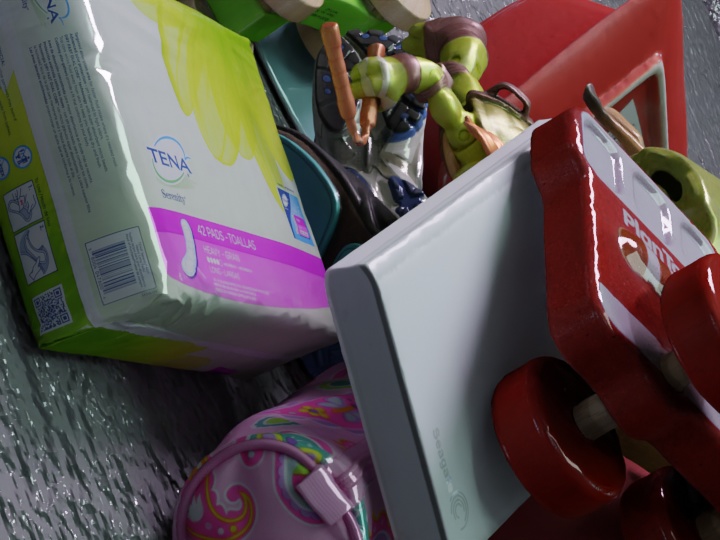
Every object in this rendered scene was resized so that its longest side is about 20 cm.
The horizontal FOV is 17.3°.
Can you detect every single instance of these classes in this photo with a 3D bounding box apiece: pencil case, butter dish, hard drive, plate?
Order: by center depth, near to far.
[{"bbox_3d":[0.058,0.027,1.001,0.200,0.026,0.133,-36,115,-55],"label":"hard drive"},{"bbox_3d":[-0.012,0.089,1.005,0.088,0.087,0.200,66,18,-1],"label":"pencil case"},{"bbox_3d":[-0.019,-0.132,1.376,0.201,0.025,0.201,55,20,-31],"label":"plate"},{"bbox_3d":[0.089,-0.083,1.419,0.148,0.199,0.201,38,-24,33],"label":"butter dish"}]

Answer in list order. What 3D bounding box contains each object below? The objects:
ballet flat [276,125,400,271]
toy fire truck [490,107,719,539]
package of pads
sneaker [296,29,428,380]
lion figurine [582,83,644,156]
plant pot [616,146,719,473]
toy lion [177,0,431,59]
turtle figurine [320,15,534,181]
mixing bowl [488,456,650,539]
[{"bbox_3d":[0.000,0.000,1.096,0.068,0.068,0.200,21,18,-40],"label":"ballet flat"},{"bbox_3d":[0.145,0.039,1.001,0.200,0.112,0.169,41,32,-28],"label":"toy fire truck"},{"bbox_3d":[-0.086,-0.041,0.980,0.200,0.068,0.155,17,53,-69],"label":"package of pads"},{"bbox_3d":[0.002,-0.020,1.202,0.085,0.076,0.201,97,2,-57],"label":"sneaker"},{"bbox_3d":[0.140,0.007,1.317,0.122,0.072,0.201,42,-44,35],"label":"lion figurine"},{"bbox_3d":[0.174,0.040,1.189,0.184,0.200,0.201,38,30,-33],"label":"plant pot"},{"bbox_3d":[-0.067,-0.200,1.240,0.200,0.068,0.193,-5,65,-62],"label":"toy lion"},{"bbox_3d":[0.051,-0.066,1.108,0.200,0.064,0.162,48,16,-21],"label":"turtle figurine"},{"bbox_3d":[0.106,0.167,1.077,0.200,0.108,0.202,7,90,-66],"label":"mixing bowl"}]
